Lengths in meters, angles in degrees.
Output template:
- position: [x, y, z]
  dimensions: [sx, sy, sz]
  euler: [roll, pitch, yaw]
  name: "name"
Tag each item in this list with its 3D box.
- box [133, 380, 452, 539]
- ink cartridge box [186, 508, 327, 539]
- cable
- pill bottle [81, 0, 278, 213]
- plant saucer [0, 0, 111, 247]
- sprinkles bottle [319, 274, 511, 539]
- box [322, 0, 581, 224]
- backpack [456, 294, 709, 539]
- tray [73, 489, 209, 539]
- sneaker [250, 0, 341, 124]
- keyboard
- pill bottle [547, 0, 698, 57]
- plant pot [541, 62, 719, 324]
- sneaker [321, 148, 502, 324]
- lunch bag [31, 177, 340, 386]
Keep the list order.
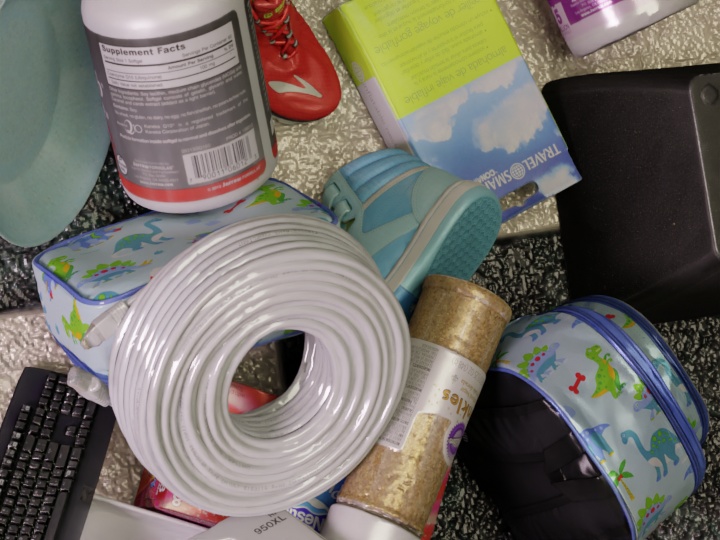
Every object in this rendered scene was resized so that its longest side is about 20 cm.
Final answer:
- position: [-0.047, 0.149, 1.374]
  dimensions: [0.198, 0.095, 0.101]
  euler: [20, 78, -17]
  name: "box"
- position: [-0.087, 0.275, 1.282]
  dimensions: [0.144, 0.084, 0.202]
  euler: [-26, 130, -37]
  name: "ink cartridge box"
- position: [-0.062, 0.061, 1.247]
  dimensions: [0.200, 0.069, 0.200]
  euler: [-44, 128, -4]
  name: "cable"
- position: [-0.127, -0.151, 1.328]
  dimensions: [0.115, 0.116, 0.202]
  euler: [-22, 122, -21]
  name: "pill bottle"
- position: [-0.224, -0.118, 1.315]
  dimensions: [0.038, 0.201, 0.203]
  euler: [11, 78, 19]
  name: "plant saucer"
- position: [0.038, 0.105, 1.322]
  dimensions: [0.068, 0.068, 0.202]
  euler: [26, 76, -15]
  name: "sprinkles bottle"
- position: [0.071, -0.131, 1.474]
  dimensions: [0.121, 0.048, 0.201]
  euler: [-28, 94, -20]
  name: "box"
- position: [0.159, 0.107, 1.398]
  dimensions: [0.147, 0.200, 0.184]
  euler: [-37, 96, -19]
  name: "backpack"
- position: [-0.125, 0.214, 1.356]
  dimensions: [0.198, 0.022, 0.108]
  euler: [20, 118, -17]
  name: "tray"
- position: [-0.075, -0.183, 1.397]
  dimensions: [0.077, 0.085, 0.200]
  euler: [-48, 117, -19]
  name: "sneaker"
- position: [-0.238, 0.137, 1.285]
  dimensions: [0.126, 0.021, 0.201]
  euler: [9, 41, 1]
  name: "keyboard"
- position: [0.174, -0.276, 1.494]
  dimensions: [0.111, 0.112, 0.202]
  euler: [-25, 92, -20]
  name: "pill bottle"
- position: [0.274, -0.071, 1.473]
  dimensions: [0.197, 0.177, 0.202]
  euler: [-7, 85, -21]
  name: "plant pot"
- position: [0.000, 0.000, 1.410]
  dimensions: [0.200, 0.130, 0.080]
  euler: [-50, 143, -7]
  name: "sneaker"
- position: [-0.116, 0.005, 1.335]
  dimensions: [0.198, 0.160, 0.083]
  euler: [-20, 114, -23]
  name: "lunch bag"
